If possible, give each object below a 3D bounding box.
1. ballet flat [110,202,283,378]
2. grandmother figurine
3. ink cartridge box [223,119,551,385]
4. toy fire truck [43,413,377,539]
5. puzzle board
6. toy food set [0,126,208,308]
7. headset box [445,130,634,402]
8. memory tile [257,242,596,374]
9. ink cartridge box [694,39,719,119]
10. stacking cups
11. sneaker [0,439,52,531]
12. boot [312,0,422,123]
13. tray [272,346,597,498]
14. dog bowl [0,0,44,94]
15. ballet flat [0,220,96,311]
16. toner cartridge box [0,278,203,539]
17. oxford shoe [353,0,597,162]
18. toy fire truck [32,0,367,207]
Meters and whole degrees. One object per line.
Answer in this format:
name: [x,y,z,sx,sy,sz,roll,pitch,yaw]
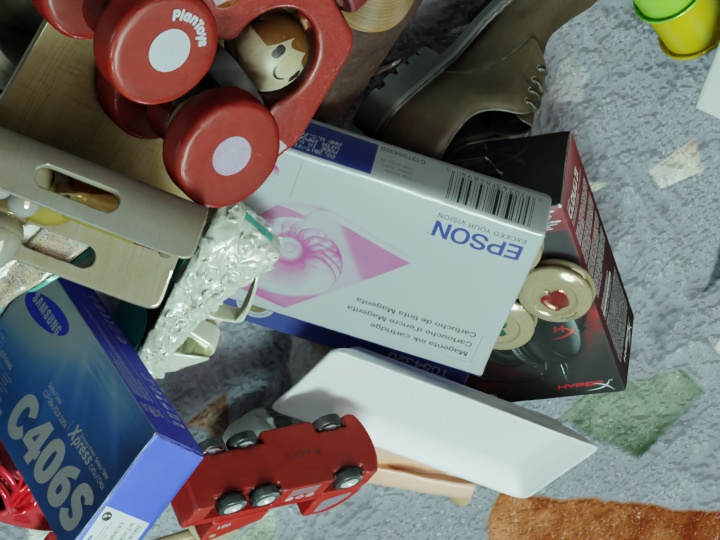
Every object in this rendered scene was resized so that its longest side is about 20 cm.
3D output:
ballet flat: [-0.108,0.026,1.600,0.071,0.072,0.200,1,149,-31]
grandmother figurine: [-0.006,0.129,1.779,0.199,0.061,0.122,4,138,-23]
ink cartridge box: [0.000,0.000,1.618,0.195,0.043,0.201,17,136,-3]
toy fire truck: [-0.099,0.159,1.686,0.199,0.049,0.141,-10,155,-33]
puzzle board: [-0.114,-0.138,1.477,0.150,0.017,0.201,20,108,-37]
toy food set: [-0.169,-0.023,1.448,0.143,0.200,0.061,21,80,-7]
headset box: [0.087,-0.004,1.701,0.148,0.075,0.201,-6,133,18]
memory tile: [0.039,0.013,1.662,0.199,0.017,0.153,-29,122,37]
ink cartridge box: [0.312,-0.193,1.704,0.145,0.083,0.201,-32,144,-59]
stacking cups: [0.179,-0.223,1.666,0.060,0.061,0.200,-41,129,1]
sneaker: [-0.232,0.143,1.628,0.200,0.116,0.078,29,103,-40]
boot: [0.025,-0.204,1.575,0.200,0.072,0.167,-59,177,-35]
tray: [0.050,0.098,1.703,0.199,0.022,0.107,21,148,-18]
dog bowl: [-0.152,-0.190,1.478,0.199,0.074,0.201,-15,126,-22]
ballet flat: [-0.228,-0.008,1.565,0.200,0.068,0.067,-40,118,-2]
toner cartridge box: [-0.174,0.087,1.568,0.043,0.200,0.095,30,103,-40]
oxford shoe: [0.094,-0.128,1.641,0.200,0.084,0.073,-42,166,-18]
toy fire truck: [-0.073,-0.145,1.414,0.168,0.112,0.200,-38,132,-8]
